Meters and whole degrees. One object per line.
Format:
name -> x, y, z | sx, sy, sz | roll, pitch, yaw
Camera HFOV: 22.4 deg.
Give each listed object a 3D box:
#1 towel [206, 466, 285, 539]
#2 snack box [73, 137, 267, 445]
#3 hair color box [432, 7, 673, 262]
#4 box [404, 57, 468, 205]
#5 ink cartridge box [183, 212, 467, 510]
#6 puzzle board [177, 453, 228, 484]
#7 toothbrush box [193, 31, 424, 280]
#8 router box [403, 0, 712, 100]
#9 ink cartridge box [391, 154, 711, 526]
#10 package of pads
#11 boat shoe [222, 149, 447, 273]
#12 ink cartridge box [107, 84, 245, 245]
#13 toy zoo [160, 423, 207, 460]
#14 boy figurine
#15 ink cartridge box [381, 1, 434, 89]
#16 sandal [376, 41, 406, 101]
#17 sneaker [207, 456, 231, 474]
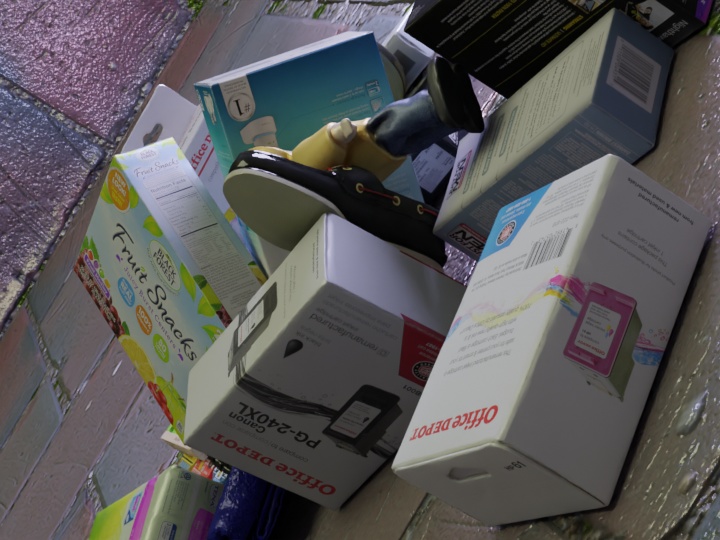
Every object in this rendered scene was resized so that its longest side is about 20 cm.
towel -> -0.075, 0.164, 1.511 | 0.148, 0.049, 0.201 | 102, -173, -59
snack box -> -0.155, 0.018, 1.548 | 0.067, 0.201, 0.169 | -22, -23, -34
hair color box -> 0.139, -0.093, 1.339 | 0.200, 0.060, 0.099 | -39, 25, 48
box -> 0.026, -0.079, 1.669 | 0.200, 0.049, 0.162 | -51, 14, 27
ink cartridge box -> -0.022, 0.074, 1.364 | 0.200, 0.145, 0.084 | -49, 27, 32
puzzle board -> -0.147, 0.194, 1.755 | 0.151, 0.017, 0.200 | -61, 17, -7
toothbrush box -> -0.036, -0.083, 1.518 | 0.145, 0.201, 0.085 | -21, 11, -11
router box -> 0.144, -0.196, 1.349 | 0.200, 0.149, 0.051 | -33, 31, 56
ink cartridge box -> 0.115, 0.048, 1.118 | 0.144, 0.084, 0.201 | -26, 35, 62
package of pads -> -0.200, 0.278, 1.645 | 0.200, 0.068, 0.155 | -37, 35, 56
boat shoe -> -0.018, -0.044, 1.366 | 0.073, 0.201, 0.064 | -26, 49, 46
ink cartridge box -> -0.113, -0.083, 1.643 | 0.118, 0.199, 0.067 | -64, 15, -21
toy zoo -> -0.118, 0.096, 1.800 | 0.201, 0.020, 0.131 | -54, 15, -12
boy figurine -> -0.002, -0.096, 1.414 | 0.199, 0.124, 0.065 | -22, 78, 27
ink cartridge box -> 0.039, -0.212, 1.780 | 0.163, 0.057, 0.201 | -50, 10, 40
sandal -> -0.019, -0.134, 1.691 | 0.201, 0.079, 0.057 | -59, 3, 42
sneaker -> -0.088, 0.091, 1.629 | 0.076, 0.087, 0.201 | 36, 127, 37
